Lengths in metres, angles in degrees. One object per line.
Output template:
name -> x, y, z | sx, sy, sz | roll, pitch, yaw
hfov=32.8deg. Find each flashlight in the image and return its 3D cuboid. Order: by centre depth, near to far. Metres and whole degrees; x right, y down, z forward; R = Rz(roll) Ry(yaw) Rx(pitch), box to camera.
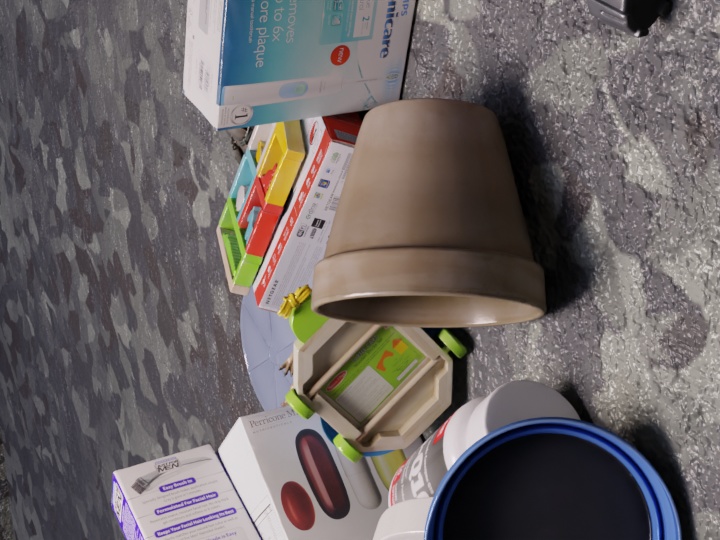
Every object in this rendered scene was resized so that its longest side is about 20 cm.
flashlight -> 0.147, -0.231, 0.924 | 0.068, 0.068, 0.200 | -54, 47, 6

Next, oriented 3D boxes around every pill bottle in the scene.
pill bottle -> 0.110, 0.180, 1.091 | 0.114, 0.114, 0.200 | 66, 149, 21

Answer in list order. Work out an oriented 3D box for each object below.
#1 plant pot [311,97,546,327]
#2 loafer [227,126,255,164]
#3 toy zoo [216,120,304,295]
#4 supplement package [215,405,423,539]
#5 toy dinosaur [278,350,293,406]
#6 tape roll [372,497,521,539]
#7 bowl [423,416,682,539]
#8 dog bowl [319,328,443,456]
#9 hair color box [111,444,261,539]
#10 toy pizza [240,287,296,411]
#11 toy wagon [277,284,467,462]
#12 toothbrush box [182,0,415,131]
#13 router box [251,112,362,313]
plant pot -> 0.060, -0.047, 1.048 | 0.200, 0.200, 0.174 | -18, 68, 61
loafer -> -0.127, -0.177, 1.330 | 0.072, 0.063, 0.200 | 37, 133, 48
toy zoo -> -0.101, -0.091, 1.259 | 0.131, 0.020, 0.200 | -112, 41, -55
supplement package -> -0.029, 0.249, 1.288 | 0.200, 0.191, 0.147 | 65, 148, 22
toy dinosaur -> -0.048, 0.098, 1.385 | 0.101, 0.058, 0.200 | 126, 159, -44
tape roll -> 0.105, 0.267, 1.076 | 0.203, 0.203, 0.037 | -54, 11, 54
bowl -> 0.149, 0.214, 0.965 | 0.039, 0.200, 0.201 | -79, -22, -88
dog bowl -> 0.016, 0.083, 1.217 | 0.050, 0.111, 0.200 | -133, 52, -66
hair color box -> -0.165, 0.278, 1.229 | 0.200, 0.109, 0.065 | 56, 146, 35
toy pizza -> -0.096, 0.102, 1.520 | 0.200, 0.032, 0.200 | 34, 130, 53
toy wagon -> -0.001, 0.082, 1.162 | 0.200, 0.155, 0.040 | 44, -178, -21
toothbrush box -> -0.057, -0.223, 1.147 | 0.085, 0.200, 0.147 | 47, 138, 42
router box -> -0.062, -0.084, 1.255 | 0.180, 0.049, 0.200 | -111, 40, -54
